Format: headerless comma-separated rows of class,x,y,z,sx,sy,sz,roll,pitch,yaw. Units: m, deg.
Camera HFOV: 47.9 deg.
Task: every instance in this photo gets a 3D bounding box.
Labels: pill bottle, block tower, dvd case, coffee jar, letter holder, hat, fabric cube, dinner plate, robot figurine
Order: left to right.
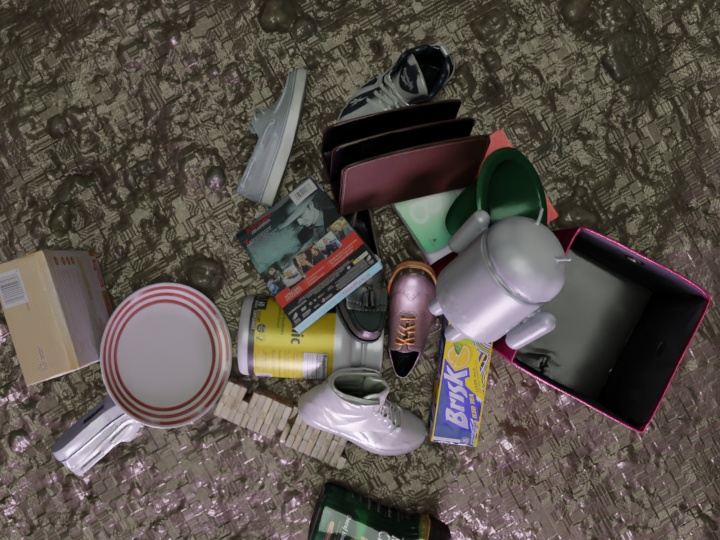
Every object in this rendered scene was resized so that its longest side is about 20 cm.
dinner plate,-0.271,0.118,1.136,0.199,0.024,0.202,7,79,-37
block tower,-0.107,0.217,1.169,0.198,0.054,0.058,25,92,-2
dvd case,-0.076,-0.028,1.123,0.146,0.022,0.200,-38,54,0
pill bottle,-0.068,0.097,1.139,0.198,0.111,0.113,4,91,-1
coffee jar,0.026,0.383,1.159,0.198,0.085,0.105,17,91,-1
letter holder,0.056,-0.167,1.079,0.198,0.142,0.101,-13,71,-9
hat,0.139,-0.069,1.136,0.175,0.200,0.167,-8,109,43
robot figurine,0.171,0.012,0.988,0.200,0.112,0.170,-45,72,40
fabric cube,0.311,0.071,1.100,0.195,0.199,0.201,28,91,0

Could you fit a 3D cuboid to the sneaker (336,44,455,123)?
sneaker,0.049,-0.249,1.123,0.198,0.130,0.080,-29,90,0

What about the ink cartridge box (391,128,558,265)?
ink cartridge box,0.168,-0.087,1.170,0.199,0.050,0.162,-35,91,2

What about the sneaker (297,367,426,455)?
sneaker,0.025,0.195,1.117,0.198,0.116,0.074,19,53,-22

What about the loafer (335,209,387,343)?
loafer,0.000,0.000,1.112,0.071,0.063,0.202,4,55,-18

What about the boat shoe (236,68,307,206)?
boat shoe,-0.128,-0.195,1.152,0.071,0.070,0.203,17,93,-4

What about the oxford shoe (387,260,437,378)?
oxford shoe,0.070,0.069,1.099,0.070,0.201,0.073,4,48,5

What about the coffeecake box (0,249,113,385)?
coffeecake box,-0.399,0.056,1.089,0.072,0.200,0.155,-17,91,0

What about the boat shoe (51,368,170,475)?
boat shoe,-0.345,0.215,1.166,0.199,0.074,0.066,-36,112,0

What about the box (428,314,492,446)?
box,0.143,0.142,1.150,0.069,0.064,0.202,7,102,0
